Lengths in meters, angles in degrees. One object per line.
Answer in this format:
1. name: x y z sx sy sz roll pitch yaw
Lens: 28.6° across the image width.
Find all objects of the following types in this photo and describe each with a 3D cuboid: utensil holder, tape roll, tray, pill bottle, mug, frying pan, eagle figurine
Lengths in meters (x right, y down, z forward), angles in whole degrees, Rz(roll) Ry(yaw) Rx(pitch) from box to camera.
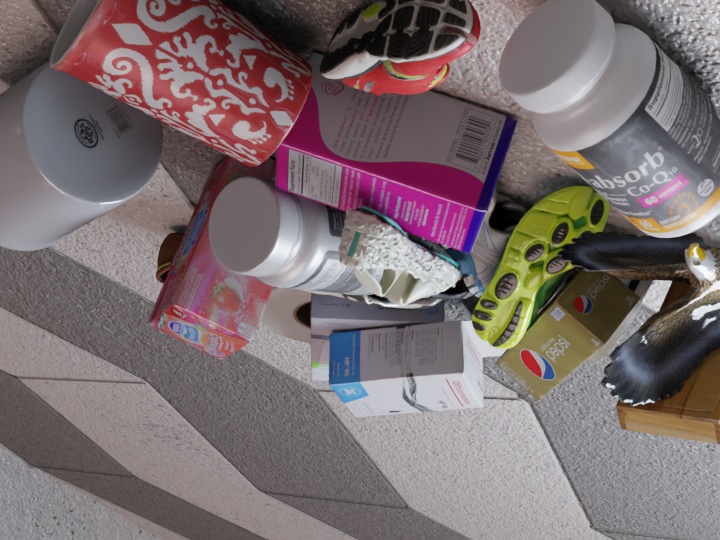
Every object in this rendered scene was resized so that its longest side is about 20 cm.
1. utensil holder: -0.322 -0.123 1.478 0.170 0.171 0.200 32 153 -26
2. tape roll: -0.027 0.039 1.697 0.201 0.037 0.203 2 155 1
3. tray: 0.323 0.075 1.342 0.098 0.200 0.037 6 133 30
4. pill bottle: -0.052 -0.036 1.427 0.113 0.114 0.200 1 176 38
5. mug: -0.152 -0.200 1.252 0.199 0.178 0.134 30 122 -21
6. frying pan: 0.113 0.014 1.515 0.031 0.115 0.190 -35 134 19
7. pill bottle: 0.206 -0.121 1.110 0.200 0.117 0.116 35 153 -33
8. eagle figurine: 0.295 0.013 1.271 0.199 0.152 0.151 -24 118 15

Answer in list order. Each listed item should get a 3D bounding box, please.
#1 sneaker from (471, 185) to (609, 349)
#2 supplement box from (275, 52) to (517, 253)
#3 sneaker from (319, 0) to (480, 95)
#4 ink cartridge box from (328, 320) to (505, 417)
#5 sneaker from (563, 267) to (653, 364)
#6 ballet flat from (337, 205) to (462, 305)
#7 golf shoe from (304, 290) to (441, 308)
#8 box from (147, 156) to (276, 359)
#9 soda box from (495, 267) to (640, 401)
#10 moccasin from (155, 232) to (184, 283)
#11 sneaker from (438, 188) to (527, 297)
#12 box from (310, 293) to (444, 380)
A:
1. sneaker: 0.174 -0.013 1.389 0.074 0.084 0.200 35 123 1
2. supplement box: 0.029 -0.108 1.304 0.199 0.102 0.103 20 158 3
3. sneaker: 0.047 -0.186 1.169 0.085 0.077 0.200 26 167 -27
4. ink cartridge box: 0.074 0.114 1.629 0.199 0.068 0.116 -7 154 15
5. sneaker: 0.252 0.031 1.485 0.080 0.077 0.200 26 152 8
6. ballet flat: 0.031 -0.004 1.337 0.071 0.072 0.200 6 167 30
7. golf shoe: 0.000 0.000 1.554 0.199 0.078 0.088 7 -167 -1
8. box: -0.139 -0.019 1.511 0.094 0.201 0.103 27 157 -17
9. soda box: 0.208 0.064 1.441 0.064 0.068 0.200 41 156 4
10. moccasin: -0.172 -0.010 1.713 0.200 0.078 0.074 0 150 33
11. sneaker: 0.136 -0.032 1.433 0.086 0.075 0.200 -11 154 20
12. box: 0.017 0.083 1.692 0.155 0.041 0.200 3 156 -1
